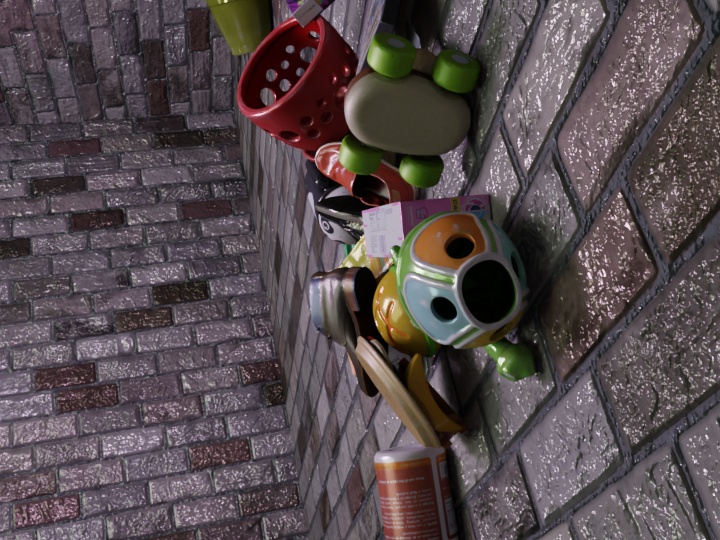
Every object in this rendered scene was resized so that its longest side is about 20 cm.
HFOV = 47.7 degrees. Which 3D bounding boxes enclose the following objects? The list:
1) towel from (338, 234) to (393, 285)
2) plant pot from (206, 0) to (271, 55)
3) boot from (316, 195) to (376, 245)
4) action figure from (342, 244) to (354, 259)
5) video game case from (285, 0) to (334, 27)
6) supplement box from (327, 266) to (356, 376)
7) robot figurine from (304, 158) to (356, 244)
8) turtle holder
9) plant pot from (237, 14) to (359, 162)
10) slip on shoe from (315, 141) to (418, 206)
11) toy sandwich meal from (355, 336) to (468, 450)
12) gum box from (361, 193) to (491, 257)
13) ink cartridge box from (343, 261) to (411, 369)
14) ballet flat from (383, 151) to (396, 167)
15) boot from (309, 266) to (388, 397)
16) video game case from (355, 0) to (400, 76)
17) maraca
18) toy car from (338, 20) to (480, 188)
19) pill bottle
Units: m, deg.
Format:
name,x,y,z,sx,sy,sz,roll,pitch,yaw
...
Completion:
name,x,y,z,sx,sy,sz,roll,pitch,yaw
towel,0.000,0.000,1.238,0.200,0.018,0.087,-51,43,39
plant pot,-0.348,-0.754,2.433,0.200,0.198,0.195,-129,23,-66
boot,0.011,-0.032,1.309,0.202,0.073,0.156,19,124,38
action figure,-0.021,-0.083,1.593,0.118,0.054,0.203,-167,68,-78
video game case,-0.054,-0.504,1.320,0.036,0.181,0.201,39,-160,-38
supplement box,0.002,0.088,1.484,0.069,0.066,0.202,14,-122,-62
robot figurine,-0.033,-0.134,1.459,0.201,0.148,0.126,-115,33,-47
turtle holder,0.115,0.031,0.878,0.132,0.139,0.188,-151,57,-73
plant pot,-0.075,-0.289,1.346,0.182,0.200,0.201,37,-159,-38
slip on shoe,-0.001,-0.146,1.263,0.199,0.061,0.075,31,132,33
toy sandwich meal,0.071,0.161,1.117,0.206,0.070,0.205,53,172,10
gum box,0.079,-0.055,1.048,0.200,0.112,0.067,-175,79,-76
ink cartridge box,0.020,0.089,1.363,0.161,0.047,0.200,56,179,-28
ballet flat,0.030,-0.186,1.302,0.071,0.070,0.202,-119,26,-58
boot,-0.018,0.089,1.223,0.096,0.074,0.203,4,108,38
video game case,0.033,-0.371,1.149,0.200,0.025,0.183,125,157,-71
maraca,0.070,0.059,1.164,0.200,0.106,0.139,143,107,-84
toy car,0.053,-0.235,1.036,0.201,0.156,0.166,-94,19,-51
pill bottle,0.087,0.368,1.224,0.112,0.111,0.203,143,120,-75
